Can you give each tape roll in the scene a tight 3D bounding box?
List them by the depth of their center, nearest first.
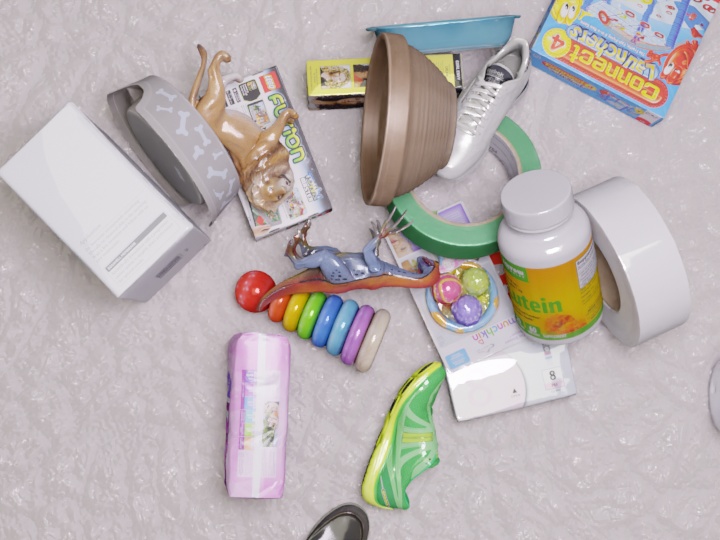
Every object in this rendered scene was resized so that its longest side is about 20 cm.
[{"bbox_3d":[0.323,-0.010,1.263,0.070,0.202,0.204,-24,88,-5],"label":"tape roll"},{"bbox_3d":[0.129,-0.115,1.308,0.199,0.048,0.202,1,69,-3],"label":"tape roll"}]

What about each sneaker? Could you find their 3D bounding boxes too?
[{"bbox_3d":[-0.053,0.382,1.266,0.075,0.106,0.200,36,86,0],"label":"sneaker"},{"bbox_3d":[0.147,-0.203,1.274,0.076,0.081,0.201,30,73,7],"label":"sneaker"},{"bbox_3d":[0.068,0.209,1.303,0.083,0.074,0.201,22,95,1],"label":"sneaker"}]

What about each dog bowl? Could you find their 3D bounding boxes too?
[{"bbox_3d":[-0.223,-0.149,1.250,0.059,0.200,0.200,-41,89,-15],"label":"dog bowl"}]

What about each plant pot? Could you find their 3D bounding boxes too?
[{"bbox_3d":[0.058,-0.173,1.204,0.092,0.201,0.202,4,86,-7],"label":"plant pot"}]

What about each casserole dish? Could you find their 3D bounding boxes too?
[{"bbox_3d":[0.107,-0.301,1.315,0.198,0.121,0.039,-7,105,-3],"label":"casserole dish"}]

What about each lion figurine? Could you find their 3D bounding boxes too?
[{"bbox_3d":[-0.152,-0.172,1.264,0.200,0.072,0.123,38,80,-15],"label":"lion figurine"}]

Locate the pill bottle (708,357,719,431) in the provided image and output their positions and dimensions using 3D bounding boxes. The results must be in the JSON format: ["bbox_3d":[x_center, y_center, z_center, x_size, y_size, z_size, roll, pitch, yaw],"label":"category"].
[{"bbox_3d":[0.558,0.163,1.309,0.198,0.109,0.110,5,86,-3],"label":"pill bottle"}]

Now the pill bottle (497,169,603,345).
[{"bbox_3d":[0.225,-0.017,1.229,0.110,0.111,0.201,-23,129,-4],"label":"pill bottle"}]

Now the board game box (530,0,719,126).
[{"bbox_3d":[0.347,-0.324,1.354,0.199,0.056,0.197,26,85,-1],"label":"board game box"}]

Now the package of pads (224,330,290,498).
[{"bbox_3d":[-0.128,0.175,1.268,0.075,0.120,0.202,2,86,-8],"label":"package of pads"}]

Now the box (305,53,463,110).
[{"bbox_3d":[0.030,-0.242,1.326,0.198,0.075,0.051,-4,85,-2],"label":"box"}]

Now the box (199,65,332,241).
[{"bbox_3d":[-0.122,-0.151,1.331,0.109,0.035,0.201,-21,88,-4],"label":"box"}]

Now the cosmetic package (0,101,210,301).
[{"bbox_3d":[-0.300,-0.074,1.235,0.123,0.199,0.200,-43,89,-4],"label":"cosmetic package"}]

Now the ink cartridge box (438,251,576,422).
[{"bbox_3d":[0.178,0.080,1.327,0.161,0.057,0.201,-13,92,-3],"label":"ink cartridge box"}]

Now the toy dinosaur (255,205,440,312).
[{"bbox_3d":[0.000,0.000,1.274,0.181,0.105,0.201,30,101,3],"label":"toy dinosaur"}]

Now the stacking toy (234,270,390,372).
[{"bbox_3d":[-0.066,0.054,1.302,0.199,0.085,0.086,23,86,3],"label":"stacking toy"}]

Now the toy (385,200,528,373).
[{"bbox_3d":[0.123,0.015,1.307,0.115,0.047,0.201,-24,75,-6],"label":"toy"}]
